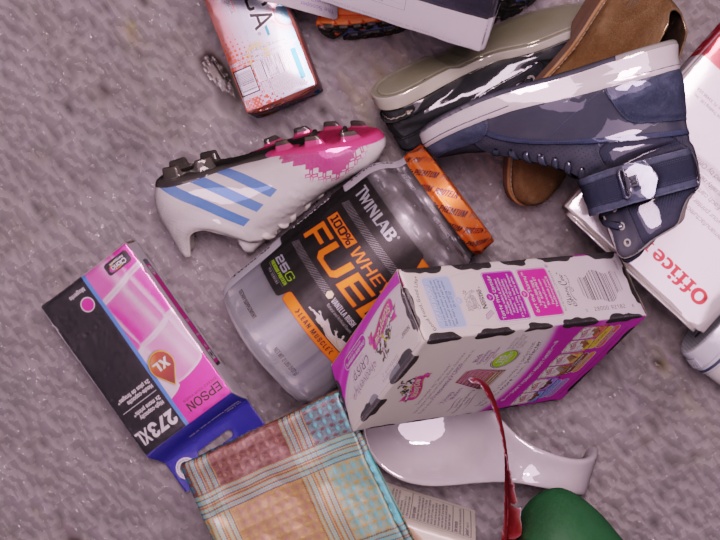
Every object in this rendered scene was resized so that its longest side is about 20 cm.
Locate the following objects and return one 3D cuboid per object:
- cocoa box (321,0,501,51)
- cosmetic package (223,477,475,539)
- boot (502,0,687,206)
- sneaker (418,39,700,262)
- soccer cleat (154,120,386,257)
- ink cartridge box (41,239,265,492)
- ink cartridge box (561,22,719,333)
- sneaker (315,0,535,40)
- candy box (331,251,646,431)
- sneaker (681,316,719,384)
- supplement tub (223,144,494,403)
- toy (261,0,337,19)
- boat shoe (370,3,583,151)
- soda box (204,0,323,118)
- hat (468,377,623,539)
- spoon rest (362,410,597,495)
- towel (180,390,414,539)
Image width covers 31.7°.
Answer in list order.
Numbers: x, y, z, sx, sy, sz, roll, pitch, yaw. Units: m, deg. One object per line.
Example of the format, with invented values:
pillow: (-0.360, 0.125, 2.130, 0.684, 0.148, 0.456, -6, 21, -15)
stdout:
cocoa box: (0.063, -0.288, 0.922, 0.132, 0.132, 0.202, 17, 55, 4)
cosmetic package: (-0.009, 0.210, 1.029, 0.197, 0.105, 0.072, 17, 96, 5)
boot: (0.176, -0.126, 0.973, 0.076, 0.073, 0.202, 47, 120, 39)
sneaker: (0.148, -0.070, 0.930, 0.200, 0.077, 0.148, -12, 97, 24)
soccer cleat: (-0.069, -0.064, 1.037, 0.197, 0.070, 0.088, -12, 106, 10)
ink cartridge box: (-0.172, 0.083, 1.068, 0.094, 0.037, 0.201, -36, 93, 7)
ink cartridge box: (0.273, -0.075, 0.992, 0.147, 0.083, 0.200, 42, 97, 1)
sneaker: (0.059, -0.235, 1.005, 0.197, 0.075, 0.080, -6, 91, 4)
candy box: (0.094, 0.052, 0.947, 0.198, 0.137, 0.062, -5, 59, -30)
sneaker: (0.344, 0.013, 1.007, 0.071, 0.073, 0.200, 38, 106, -8)
supplement tub: (0.000, 0.000, 1.002, 0.199, 0.123, 0.123, -39, 91, 7)
toy: (-0.059, -0.305, 0.972, 0.114, 0.047, 0.203, 8, 71, -23)
boat shoe: (0.109, -0.150, 1.010, 0.197, 0.075, 0.067, -25, 118, -8)
soda box: (-0.094, -0.227, 1.019, 0.063, 0.068, 0.203, -20, 93, 4)
hat: (0.136, 0.189, 1.006, 0.200, 0.164, 0.178, -49, 61, 48)
spoon rest: (0.097, 0.139, 1.036, 0.197, 0.061, 0.101, 16, 95, 3)
towel: (-0.035, 0.211, 0.970, 0.145, 0.022, 0.202, -25, 93, 7)
